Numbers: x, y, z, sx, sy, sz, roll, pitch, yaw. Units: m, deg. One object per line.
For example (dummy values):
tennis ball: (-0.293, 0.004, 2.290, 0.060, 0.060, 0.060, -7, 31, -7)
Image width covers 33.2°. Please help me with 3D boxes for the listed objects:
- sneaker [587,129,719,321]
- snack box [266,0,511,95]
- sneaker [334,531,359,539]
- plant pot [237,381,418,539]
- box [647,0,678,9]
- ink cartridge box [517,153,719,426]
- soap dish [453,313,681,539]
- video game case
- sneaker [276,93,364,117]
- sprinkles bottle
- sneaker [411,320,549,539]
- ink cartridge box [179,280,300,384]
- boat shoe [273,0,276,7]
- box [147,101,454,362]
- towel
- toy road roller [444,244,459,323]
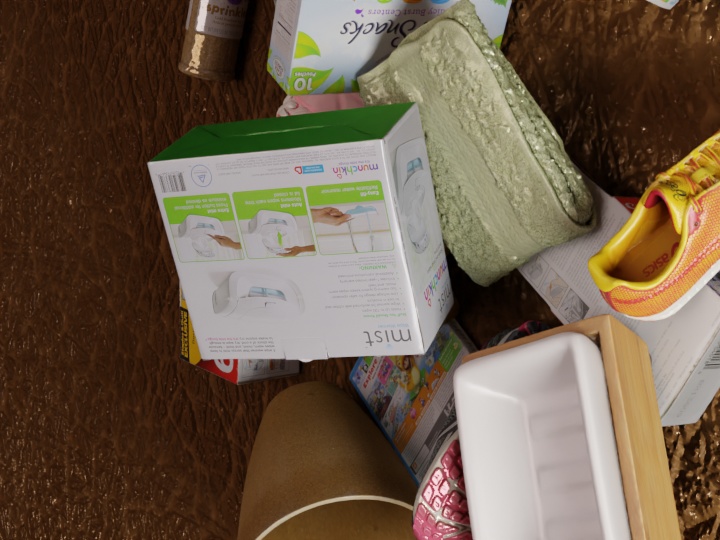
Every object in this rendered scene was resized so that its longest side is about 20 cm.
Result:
sneaker: (0.234, -0.050, 0.795, 0.200, 0.077, 0.073, -51, 50, 3)
snack box: (0.030, -0.220, 0.986, 0.053, 0.199, 0.143, 51, 139, 44)
sneaker: (-0.007, 0.335, 1.142, 0.070, 0.090, 0.201, -54, 50, 38)
plant pot: (-0.032, 0.205, 1.127, 0.200, 0.185, 0.187, -106, 35, -53)
box: (0.175, -0.289, 0.823, 0.113, 0.101, 0.200, -45, 76, 24)
ink cartridge box: (0.200, 0.008, 0.903, 0.200, 0.050, 0.109, 53, 130, 40)
soap dish: (0.148, 0.145, 0.858, 0.157, 0.081, 0.201, -24, 68, 52)
video game case: (0.066, 0.116, 1.106, 0.200, 0.018, 0.144, 55, 131, 38)
sneaker: (-0.046, -0.182, 1.149, 0.075, 0.104, 0.201, 132, 117, -81)
sprinkles bottle: (-0.157, -0.318, 1.367, 0.068, 0.068, 0.201, 33, 116, 48)
sneaker: (0.100, 0.135, 0.968, 0.201, 0.081, 0.075, -57, 17, -24)
ink cartridge box: (-0.145, 0.005, 1.322, 0.175, 0.083, 0.201, 14, 106, 53)
boat shoe: (-0.052, -0.229, 1.233, 0.065, 0.074, 0.203, 85, 169, -73)
box: (-0.043, -0.026, 0.952, 0.199, 0.097, 0.178, -4, 113, 23)
towel: (0.084, -0.093, 0.932, 0.148, 0.036, 0.201, -32, 89, 50)
toy road roller: (0.000, 0.000, 1.073, 0.199, 0.123, 0.147, -30, 73, 20)
